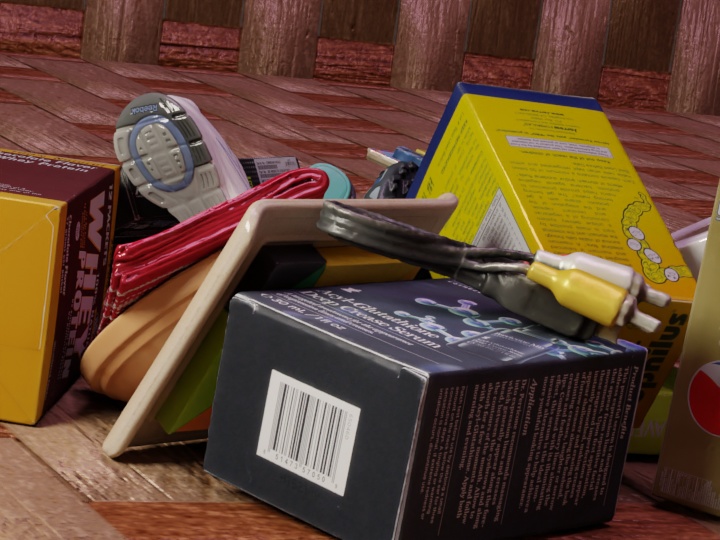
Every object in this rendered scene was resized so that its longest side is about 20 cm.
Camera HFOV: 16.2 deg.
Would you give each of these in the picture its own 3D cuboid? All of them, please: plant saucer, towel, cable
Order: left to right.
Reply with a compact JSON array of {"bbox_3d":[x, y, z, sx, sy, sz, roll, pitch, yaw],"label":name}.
[{"bbox_3d":[-0.098,0.004,1.534,0.144,0.023,0.200,-25,-13,-20],"label":"towel"},{"bbox_3d":[-0.076,0.029,1.548,0.199,0.038,0.200,-29,-12,-6],"label":"plant saucer"},{"bbox_3d":[0.074,-0.011,1.411,0.199,0.051,0.097,24,13,-5],"label":"cable"}]

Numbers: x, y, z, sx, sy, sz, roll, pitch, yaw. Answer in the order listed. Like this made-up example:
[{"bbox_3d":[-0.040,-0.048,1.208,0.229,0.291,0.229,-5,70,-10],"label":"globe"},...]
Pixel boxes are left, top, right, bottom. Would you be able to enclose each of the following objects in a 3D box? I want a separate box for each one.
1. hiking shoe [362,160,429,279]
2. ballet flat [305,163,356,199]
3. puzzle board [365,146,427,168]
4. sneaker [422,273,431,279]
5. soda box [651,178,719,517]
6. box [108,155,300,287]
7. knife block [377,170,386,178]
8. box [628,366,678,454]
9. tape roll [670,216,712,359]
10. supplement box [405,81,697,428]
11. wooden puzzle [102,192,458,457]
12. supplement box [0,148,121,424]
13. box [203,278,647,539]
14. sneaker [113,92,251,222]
[{"bbox_3d":[0.000,0.000,1.680,0.086,0.075,0.200,-24,26,32],"label":"hiking shoe"},{"bbox_3d":[-0.073,0.008,1.760,0.073,0.073,0.200,16,52,40],"label":"ballet flat"},{"bbox_3d":[0.119,-0.048,1.820,0.199,0.018,0.150,25,10,24],"label":"puzzle board"},{"bbox_3d":[0.003,0.030,1.793,0.071,0.100,0.199,33,-36,-28],"label":"sneaker"},{"bbox_3d":[0.232,0.044,1.500,0.064,0.201,0.068,17,12,28],"label":"soda box"},{"bbox_3d":[-0.167,-0.028,1.809,0.192,0.048,0.199,-21,-8,36],"label":"box"},{"bbox_3d":[0.078,-0.034,1.843,0.064,0.177,0.200,12,-33,-34],"label":"knife block"},{"bbox_3d":[0.129,0.083,1.649,0.199,0.048,0.122,4,10,-21],"label":"box"},{"bbox_3d":[0.263,-0.006,1.668,0.201,0.071,0.202,-22,1,0],"label":"tape roll"},{"bbox_3d":[0.118,-0.011,1.588,0.109,0.109,0.201,5,40,-25],"label":"supplement box"},{"bbox_3d":[-0.040,0.034,1.470,0.037,0.185,0.199,47,30,25],"label":"wooden puzzle"},{"bbox_3d":[-0.268,-0.003,1.578,0.196,0.134,0.200,8,10,3],"label":"supplement box"},{"bbox_3d":[0.038,0.078,1.411,0.148,0.108,0.199,21,16,39],"label":"box"},{"bbox_3d":[-0.089,-0.033,1.687,0.074,0.201,0.087,-21,8,18],"label":"sneaker"}]
